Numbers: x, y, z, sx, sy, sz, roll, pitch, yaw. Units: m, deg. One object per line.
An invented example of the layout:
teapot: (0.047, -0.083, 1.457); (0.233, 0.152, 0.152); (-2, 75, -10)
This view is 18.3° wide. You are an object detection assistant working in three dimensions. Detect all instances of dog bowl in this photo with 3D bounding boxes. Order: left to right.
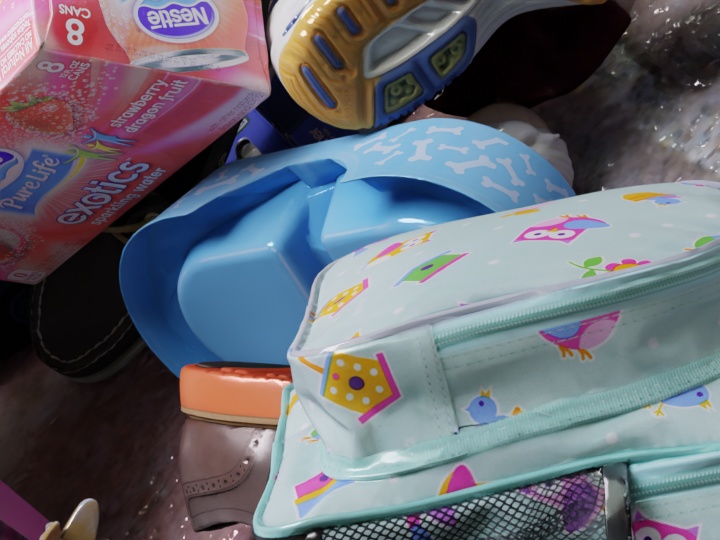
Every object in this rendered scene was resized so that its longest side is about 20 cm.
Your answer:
dog bowl: (0.000, 0.000, 0.846); (0.200, 0.112, 0.050); (-10, 35, 38)

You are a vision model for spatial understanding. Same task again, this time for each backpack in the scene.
backpack: (0.073, 0.055, 0.638); (0.199, 0.154, 0.176); (-4, 9, 4)

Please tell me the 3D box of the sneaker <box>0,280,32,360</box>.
sneaker: (-0.198, 0.011, 1.048); (0.200, 0.076, 0.077); (-41, 40, 3)

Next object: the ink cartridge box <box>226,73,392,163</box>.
ink cartridge box: (0.002, -0.119, 1.016); (0.200, 0.042, 0.119); (-45, 35, 2)

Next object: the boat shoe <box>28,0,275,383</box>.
boat shoe: (-0.096, -0.043, 0.963); (0.072, 0.061, 0.202); (27, 97, 9)

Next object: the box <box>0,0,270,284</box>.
box: (-0.132, -0.077, 0.881); (0.200, 0.102, 0.095); (-33, 57, 48)

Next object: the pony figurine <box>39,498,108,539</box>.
pony figurine: (-0.120, 0.191, 0.753); (0.200, 0.166, 0.193); (-61, 24, 5)

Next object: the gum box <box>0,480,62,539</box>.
gum box: (-0.203, 0.125, 0.909); (0.200, 0.114, 0.066); (-7, 50, 40)

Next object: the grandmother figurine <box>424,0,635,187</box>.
grandmother figurine: (0.059, -0.104, 0.902); (0.121, 0.061, 0.201); (-15, 60, 31)

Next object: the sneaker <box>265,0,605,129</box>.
sneaker: (0.050, -0.132, 0.842); (0.200, 0.075, 0.088); (-26, 28, -3)

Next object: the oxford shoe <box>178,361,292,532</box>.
oxford shoe: (0.018, 0.079, 0.800); (0.200, 0.071, 0.073); (7, 94, 39)
